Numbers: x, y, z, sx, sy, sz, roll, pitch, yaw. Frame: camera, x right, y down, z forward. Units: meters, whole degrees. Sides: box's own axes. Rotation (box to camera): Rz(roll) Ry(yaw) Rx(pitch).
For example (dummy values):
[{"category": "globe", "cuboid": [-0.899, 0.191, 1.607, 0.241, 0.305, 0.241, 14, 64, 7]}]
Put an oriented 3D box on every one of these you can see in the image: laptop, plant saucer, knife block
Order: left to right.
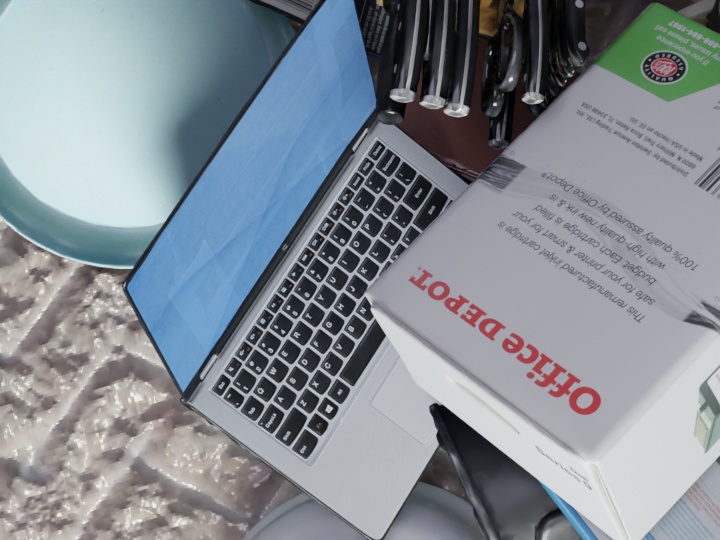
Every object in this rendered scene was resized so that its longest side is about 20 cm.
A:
[{"category": "plant saucer", "cuboid": [-0.131, -0.099, 1.038, 0.199, 0.027, 0.201, -3, 111, -9]}, {"category": "laptop", "cuboid": [0.000, 0.000, 0.892, 0.200, 0.116, 0.188, 38, 71, -13]}, {"category": "knife block", "cuboid": [0.039, -0.159, 0.856, 0.175, 0.064, 0.200, -33, 80, -28]}]

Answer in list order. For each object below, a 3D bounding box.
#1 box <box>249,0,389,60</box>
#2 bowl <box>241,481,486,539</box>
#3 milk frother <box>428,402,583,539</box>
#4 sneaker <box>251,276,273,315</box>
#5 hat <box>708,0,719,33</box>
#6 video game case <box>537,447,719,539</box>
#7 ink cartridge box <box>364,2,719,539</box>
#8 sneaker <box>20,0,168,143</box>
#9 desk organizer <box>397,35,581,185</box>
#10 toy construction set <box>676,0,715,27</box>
[{"category": "box", "cuboid": [0.027, -0.230, 0.994, 0.106, 0.122, 0.200, 25, 62, 2]}, {"category": "bowl", "cuboid": [-0.001, 0.202, 0.959, 0.200, 0.090, 0.202, -3, 76, 12]}, {"category": "milk frother", "cuboid": [0.163, 0.125, 0.911, 0.188, 0.200, 0.181, -26, 46, 2]}, {"category": "sneaker", "cuboid": [-0.024, 0.023, 0.979, 0.199, 0.131, 0.080, 13, 91, 16]}, {"category": "hat", "cuboid": [0.267, -0.092, 0.930, 0.200, 0.081, 0.201, -4, 77, 16]}, {"category": "video game case", "cuboid": [0.168, 0.046, 0.827, 0.200, 0.018, 0.143, -34, 50, -4]}, {"category": "ink cartridge box", "cuboid": [0.124, -0.002, 0.812, 0.200, 0.084, 0.146, -44, 52, -12]}, {"category": "sneaker", "cuboid": [-0.139, -0.142, 1.091, 0.200, 0.076, 0.088, -50, 39, 10]}, {"category": "desk organizer", "cuboid": [0.118, -0.058, 1.001, 0.200, 0.072, 0.077, 23, 81, 17]}, {"category": "toy construction set", "cuboid": [0.179, -0.191, 1.005, 0.131, 0.092, 0.201, -4, 81, -3]}]
